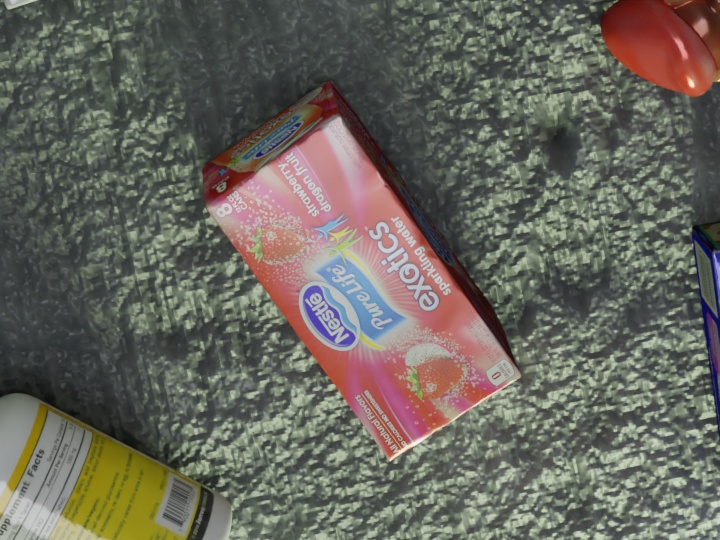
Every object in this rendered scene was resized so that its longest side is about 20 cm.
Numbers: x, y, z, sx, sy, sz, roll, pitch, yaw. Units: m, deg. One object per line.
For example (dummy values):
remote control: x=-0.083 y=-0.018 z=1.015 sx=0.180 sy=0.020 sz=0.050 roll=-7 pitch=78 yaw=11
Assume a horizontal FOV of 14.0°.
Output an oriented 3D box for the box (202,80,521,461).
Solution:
box: x=0.000 y=0.000 z=1.761 sx=0.100 sy=0.096 sz=0.200 roll=-33 pitch=106 yaw=7

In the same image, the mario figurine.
mario figurine: x=0.234 y=-0.181 z=1.736 sx=0.199 sy=0.106 sz=0.124 roll=-23 pitch=95 yaw=11

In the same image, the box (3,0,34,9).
box: x=-0.120 y=-0.249 z=1.624 sx=0.198 sy=0.200 sz=0.131 roll=-17 pitch=107 yaw=1

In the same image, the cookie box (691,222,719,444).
cookie box: x=0.317 y=0.042 z=1.808 sx=0.199 sy=0.075 sz=0.172 roll=-11 pitch=106 yaw=-2

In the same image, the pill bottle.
pill bottle: x=-0.188 y=0.145 z=1.782 sx=0.199 sy=0.112 sz=0.113 roll=28 pitch=103 yaw=-11
